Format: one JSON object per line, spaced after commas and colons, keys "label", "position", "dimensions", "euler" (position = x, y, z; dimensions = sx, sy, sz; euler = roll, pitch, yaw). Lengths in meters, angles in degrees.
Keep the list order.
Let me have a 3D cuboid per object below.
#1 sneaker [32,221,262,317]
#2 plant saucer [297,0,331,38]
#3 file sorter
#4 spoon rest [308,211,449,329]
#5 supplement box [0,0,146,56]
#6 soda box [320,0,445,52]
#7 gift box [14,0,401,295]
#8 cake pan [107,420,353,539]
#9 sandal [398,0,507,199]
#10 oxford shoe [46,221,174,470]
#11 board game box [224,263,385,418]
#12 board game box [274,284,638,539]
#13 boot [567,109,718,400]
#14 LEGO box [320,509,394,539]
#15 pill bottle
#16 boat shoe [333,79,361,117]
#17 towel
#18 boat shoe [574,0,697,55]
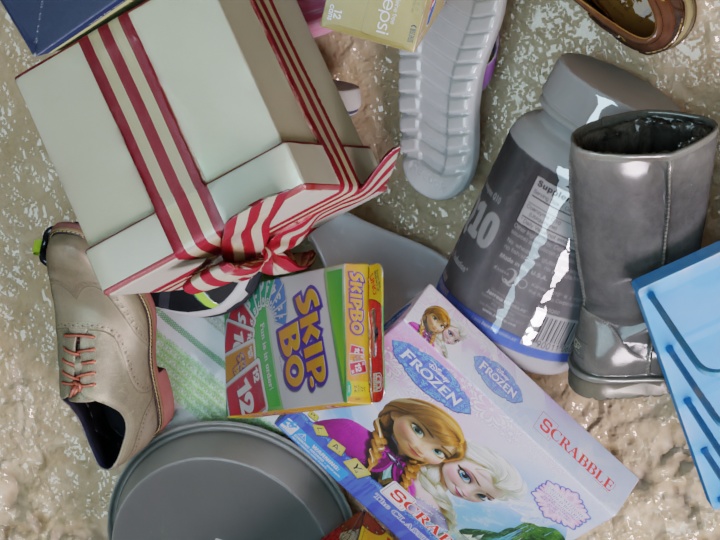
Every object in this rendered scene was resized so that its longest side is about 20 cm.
{"label": "sneaker", "position": [-0.160, -0.007, 1.739], "dimensions": [0.199, 0.083, 0.072], "euler": [-3, 74, 37]}
{"label": "plant saucer", "position": [-0.052, -0.265, 1.692], "dimensions": [0.199, 0.051, 0.202], "euler": [4, 102, 19]}
{"label": "file sorter", "position": [0.285, 0.083, 1.544], "dimensions": [0.138, 0.123, 0.201], "euler": [-25, 123, -2]}
{"label": "spoon rest", "position": [0.000, 0.000, 1.718], "dimensions": [0.200, 0.061, 0.099], "euler": [41, 75, 9]}
{"label": "supplement box", "position": [-0.136, -0.260, 1.588], "dimensions": [0.200, 0.200, 0.135], "euler": [-31, 90, 23]}
{"label": "soda box", "position": [0.024, -0.197, 1.549], "dimensions": [0.064, 0.200, 0.068], "euler": [15, 106, 4]}
{"label": "gift box", "position": [-0.092, -0.086, 1.592], "dimensions": [0.199, 0.184, 0.187], "euler": [-27, 83, 24]}
{"label": "cake pan", "position": [-0.101, 0.212, 1.800], "dimensions": [0.199, 0.037, 0.201], "euler": [4, 112, 11]}
{"label": "sandal", "position": [0.068, -0.153, 1.677], "dimensions": [0.082, 0.050, 0.204], "euler": [21, 108, 32]}
{"label": "oxford shoe", "position": [-0.189, 0.058, 1.729], "dimensions": [0.070, 0.075, 0.201], "euler": [3, 128, 30]}
{"label": "board game box", "position": [-0.041, 0.051, 1.672], "dimensions": [0.200, 0.030, 0.096], "euler": [-11, 78, 57]}
{"label": "board game box", "position": [0.063, 0.127, 1.674], "dimensions": [0.200, 0.041, 0.199], "euler": [42, 142, -5]}
{"label": "boot", "position": [0.218, -0.014, 1.581], "dimensions": [0.181, 0.073, 0.201], "euler": [-8, 118, -17]}
{"label": "LEGO box", "position": [0.011, 0.301, 1.751], "dimensions": [0.149, 0.077, 0.200], "euler": [-38, 104, 23]}
{"label": "pill bottle", "position": [0.138, -0.040, 1.639], "dimensions": [0.113, 0.114, 0.201], "euler": [29, 109, 12]}
{"label": "boat shoe", "position": [-0.089, -0.091, 1.733], "dimensions": [0.199, 0.075, 0.093], "euler": [1, 101, 27]}
{"label": "towel", "position": [-0.106, 0.069, 1.801], "dimensions": [0.149, 0.031, 0.200], "euler": [40, 109, 5]}
{"label": "boat shoe", "position": [0.147, -0.228, 1.618], "dimensions": [0.200, 0.068, 0.072], "euler": [47, 112, 5]}
